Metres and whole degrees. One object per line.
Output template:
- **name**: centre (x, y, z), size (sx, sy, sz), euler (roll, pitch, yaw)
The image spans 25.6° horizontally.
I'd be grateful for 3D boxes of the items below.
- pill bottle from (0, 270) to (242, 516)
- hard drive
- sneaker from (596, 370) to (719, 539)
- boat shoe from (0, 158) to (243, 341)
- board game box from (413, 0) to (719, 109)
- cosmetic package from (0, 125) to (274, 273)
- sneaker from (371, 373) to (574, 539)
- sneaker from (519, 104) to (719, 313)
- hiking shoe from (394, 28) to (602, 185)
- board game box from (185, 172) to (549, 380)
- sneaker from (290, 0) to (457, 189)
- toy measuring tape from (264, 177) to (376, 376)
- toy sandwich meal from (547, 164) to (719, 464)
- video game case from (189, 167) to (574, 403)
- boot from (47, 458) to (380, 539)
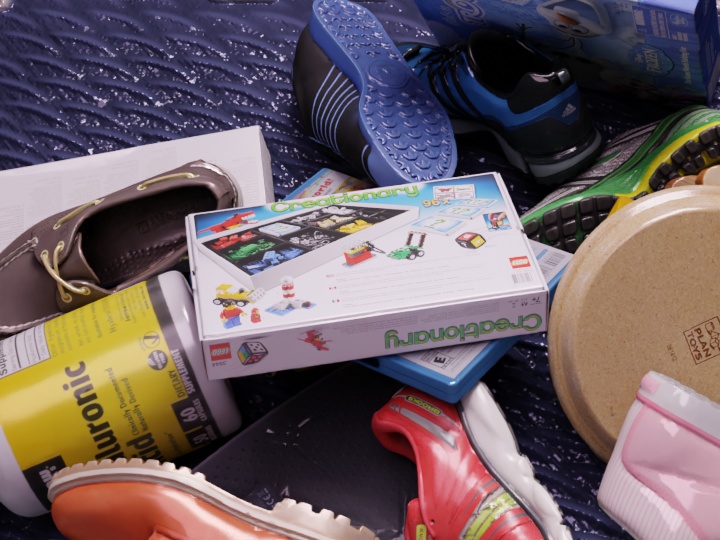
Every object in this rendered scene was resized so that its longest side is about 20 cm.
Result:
- **pill bottle**: centre (-0.184, 0.087, 0.991), size (0.199, 0.111, 0.112), euler (-23, 59, -4)
- **hard drive**: centre (-0.013, 0.139, 0.972), size (0.200, 0.042, 0.135), euler (-34, 61, -12)
- **sneaker**: centre (0.228, 0.149, 0.909), size (0.200, 0.075, 0.105), euler (29, 92, 1)
- **boat shoe**: centre (-0.170, -0.011, 1.024), size (0.199, 0.060, 0.072), euler (-25, 93, 5)
- **board game box**: centre (0.132, -0.170, 1.037), size (0.198, 0.200, 0.044), euler (16, 83, 18)
- **cosmetic package**: centre (-0.159, -0.037, 1.093), size (0.199, 0.051, 0.083), euler (-9, 60, 4)
- **sneaker**: centre (0.069, 0.149, 0.903), size (0.085, 0.077, 0.200), euler (-27, 58, -5)
- **sneaker**: centre (0.167, -0.040, 1.041), size (0.200, 0.078, 0.085), euler (-28, 23, 0)
- **hiking shoe**: centre (0.083, -0.132, 1.068), size (0.074, 0.087, 0.200), euler (-37, 41, -24)
- **board game box**: centre (0.000, 0.000, 0.940), size (0.199, 0.035, 0.126), euler (-8, 36, -5)
- **sneaker**: centre (0.005, -0.099, 1.076), size (0.070, 0.078, 0.200), euler (1, 43, -25)
- **toy measuring tape**: centre (-0.023, 0.009, 1.051), size (0.073, 0.074, 0.200), euler (19, 42, 19)
- **toy sandwich meal**: centre (0.205, 0.033, 0.971), size (0.204, 0.070, 0.206), euler (0, 95, -3)
- **video game case**: centre (0.014, 0.003, 0.980), size (0.200, 0.018, 0.143), euler (21, 44, 30)
- **boot**: centre (-0.098, 0.173, 0.895), size (0.199, 0.075, 0.108), euler (14, 62, 14)
